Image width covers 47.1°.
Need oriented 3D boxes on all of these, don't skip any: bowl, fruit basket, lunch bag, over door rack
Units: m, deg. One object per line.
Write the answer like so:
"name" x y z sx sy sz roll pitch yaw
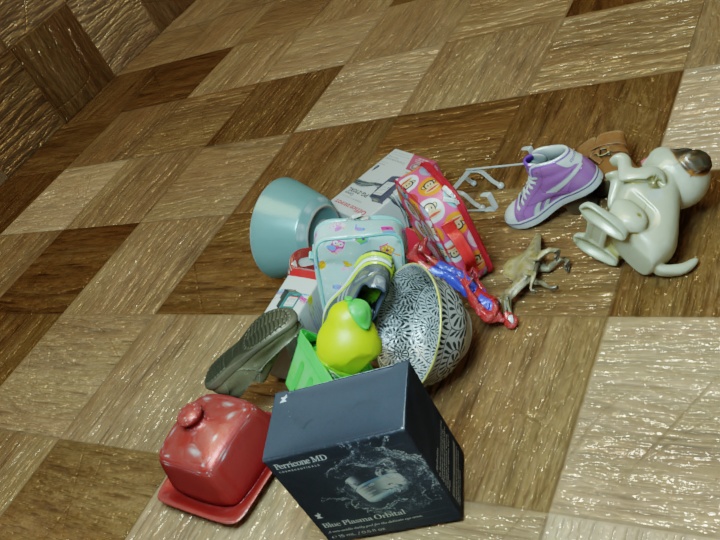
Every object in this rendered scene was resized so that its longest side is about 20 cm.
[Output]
"bowl" -0.112 -0.076 1.597 0.105 0.201 0.201 9 49 33
"fruit basket" -0.013 0.141 1.235 0.216 0.155 0.216 -34 43 39
"lunch bag" 0.144 -0.071 1.385 0.082 0.200 0.176 -32 36 -1
"over door rack" 0.225 -0.140 1.518 0.148 0.067 0.200 -48 17 -26
"lunch bag" 0.000 0.000 1.361 0.160 0.200 0.077 -3 36 6
"bowl" 0.108 0.093 1.265 0.201 0.094 0.201 -30 57 59

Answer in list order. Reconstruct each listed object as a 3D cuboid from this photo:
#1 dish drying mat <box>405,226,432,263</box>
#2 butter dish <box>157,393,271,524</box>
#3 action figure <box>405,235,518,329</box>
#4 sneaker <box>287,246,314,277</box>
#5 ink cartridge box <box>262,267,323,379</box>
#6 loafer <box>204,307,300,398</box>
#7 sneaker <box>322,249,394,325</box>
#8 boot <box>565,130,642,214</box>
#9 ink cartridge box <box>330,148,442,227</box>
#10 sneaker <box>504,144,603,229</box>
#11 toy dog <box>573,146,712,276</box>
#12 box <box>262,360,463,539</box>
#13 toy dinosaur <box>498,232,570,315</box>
"dish drying mat" 0.063 0.003 1.496 0.077 0.018 0.200 25 57 23
"butter dish" -0.231 0.263 1.280 0.200 0.148 0.199 3 45 40
"action figure" 0.166 0.023 1.296 0.052 0.200 0.065 -52 -9 23
"sneaker" -0.045 -0.003 1.553 0.200 0.116 0.078 -2 65 -17
"ink cartridge box" -0.101 0.079 1.440 0.067 0.116 0.200 9 48 26
"loafer" -0.163 0.133 1.317 0.200 0.067 0.076 -38 31 21
"sneaker" -0.010 0.061 1.308 0.081 0.074 0.200 -84 18 -53
"boot" 0.445 -0.181 1.407 0.200 0.074 0.155 -8 44 34
"ink cartridge box" 0.054 -0.142 1.649 0.200 0.084 0.145 -40 34 -15
"sneaker" 0.297 -0.150 1.404 0.200 0.114 0.073 -35 34 43
"toy dog" 0.446 -0.105 1.245 0.194 0.140 0.200 33 74 30
"box" 0.009 0.242 1.079 0.197 0.200 0.117 -17 36 20
"toy dinosaur" 0.282 -0.015 1.336 0.101 0.058 0.200 -1 43 38
